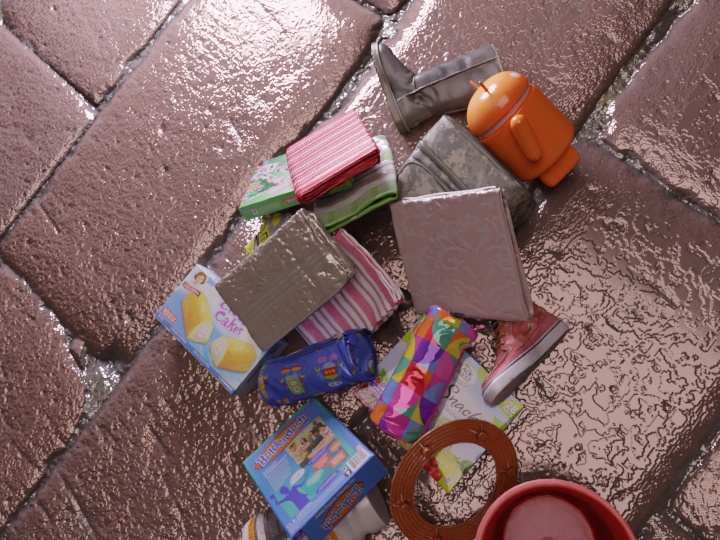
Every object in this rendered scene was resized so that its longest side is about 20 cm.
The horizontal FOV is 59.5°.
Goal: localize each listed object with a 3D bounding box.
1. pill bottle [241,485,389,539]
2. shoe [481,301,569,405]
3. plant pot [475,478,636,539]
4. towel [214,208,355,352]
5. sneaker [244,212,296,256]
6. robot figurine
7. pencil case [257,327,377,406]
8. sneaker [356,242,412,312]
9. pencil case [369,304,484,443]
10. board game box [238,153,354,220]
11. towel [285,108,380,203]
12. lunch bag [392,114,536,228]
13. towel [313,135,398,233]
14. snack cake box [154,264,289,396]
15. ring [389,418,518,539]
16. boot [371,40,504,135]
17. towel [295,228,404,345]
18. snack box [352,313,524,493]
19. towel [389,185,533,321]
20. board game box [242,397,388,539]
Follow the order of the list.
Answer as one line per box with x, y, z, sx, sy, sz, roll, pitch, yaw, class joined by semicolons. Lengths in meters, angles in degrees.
-0.064;0.376;0.922;0.198;0.116;0.117;-31;72;5;pill bottle
0.214;0.108;0.906;0.091;0.072;0.199;41;50;22;shoe
0.249;0.369;0.816;0.197;0.177;0.204;-3;76;12;plant pot
-0.113;0.014;0.944;0.199;0.034;0.133;-38;90;14;towel
-0.159;-0.009;1.049;0.075;0.076;0.202;5;55;24;sneaker
0.244;-0.219;0.962;0.200;0.116;0.145;41;57;-11;robot figurine
-0.067;0.149;0.962;0.198;0.078;0.087;-21;111;29;pencil case
0.000;0.000;1.023;0.198;0.079;0.096;22;71;16;sneaker
0.092;0.145;0.887;0.088;0.088;0.202;29;86;18;pencil case
-0.098;-0.159;1.044;0.197;0.029;0.136;-14;39;22;board game box
-0.048;-0.183;0.996;0.143;0.023;0.201;-29;33;6;towel
0.151;-0.111;0.980;0.168;0.139;0.200;-47;70;17;lunch bag
-0.014;-0.142;1.005;0.148;0.031;0.201;-27;32;14;towel
-0.231;0.099;1.052;0.199;0.067;0.115;40;89;18;snack cake box
0.135;0.302;0.876;0.197;0.019;0.204;-4;105;-16;ring
0.132;-0.338;1.066;0.198;0.072;0.184;-22;87;14;boot
-0.037;0.051;0.978;0.147;0.030;0.200;47;122;9;towel
0.116;0.195;0.946;0.200;0.068;0.169;43;90;17;snack box
0.140;-0.020;0.906;0.198;0.032;0.194;0;112;45;towel
-0.071;0.283;0.904;0.152;0.045;0.199;-41;29;-13;board game box
